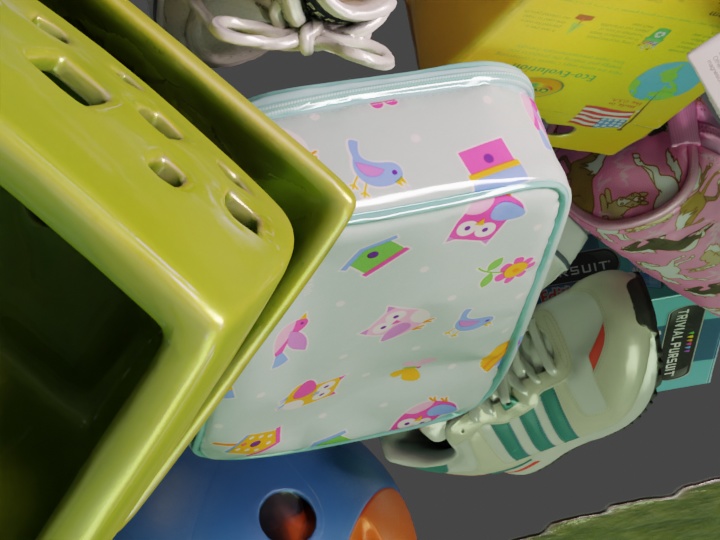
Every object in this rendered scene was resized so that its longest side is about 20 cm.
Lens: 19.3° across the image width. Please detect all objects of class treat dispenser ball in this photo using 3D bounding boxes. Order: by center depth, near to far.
[{"bbox_3d":[-0.064,0.180,1.262,0.200,0.202,0.201,-9,157,-4],"label":"treat dispenser ball"}]

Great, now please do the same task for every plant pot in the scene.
[{"bbox_3d":[-0.131,0.001,0.696,0.200,0.199,0.181,-54,174,26],"label":"plant pot"}]

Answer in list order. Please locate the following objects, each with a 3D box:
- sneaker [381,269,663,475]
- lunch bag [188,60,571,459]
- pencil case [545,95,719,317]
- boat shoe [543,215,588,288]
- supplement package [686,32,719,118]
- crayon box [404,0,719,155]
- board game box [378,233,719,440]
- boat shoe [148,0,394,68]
[{"bbox_3d":[0.077,0.062,1.092,0.093,0.071,0.200,-5,159,-26],"label":"sneaker"},{"bbox_3d":[0.000,0.000,0.869,0.160,0.077,0.200,-13,153,-17],"label":"lunch bag"},{"bbox_3d":[0.163,-0.032,1.018,0.087,0.083,0.200,-50,145,11],"label":"pencil case"},{"bbox_3d":[0.048,-0.021,0.979,0.065,0.073,0.200,-57,147,1],"label":"boat shoe"},{"bbox_3d":[0.236,-0.043,0.835,0.111,0.156,0.200,-33,169,22],"label":"supplement package"},{"bbox_3d":[0.105,-0.115,0.836,0.127,0.051,0.200,5,152,-32],"label":"crayon box"},{"bbox_3d":[0.101,0.034,1.188,0.199,0.047,0.151,-10,157,-1],"label":"board game box"},{"bbox_3d":[-0.014,-0.106,0.739,0.074,0.086,0.202,5,153,-32],"label":"boat shoe"}]
